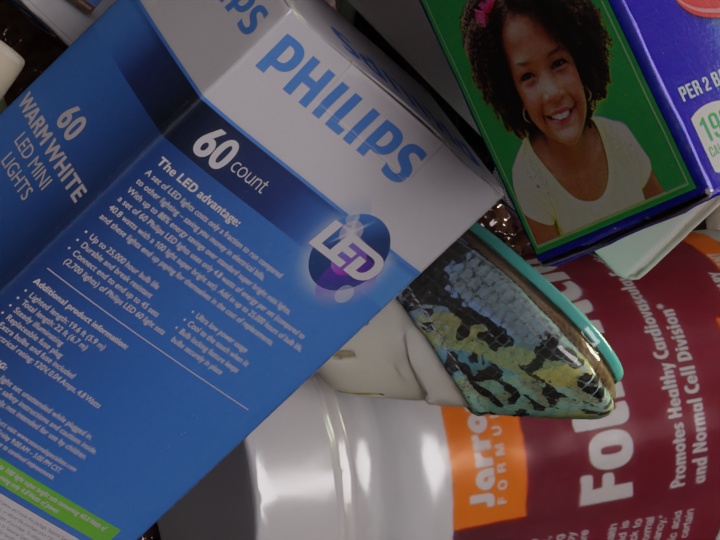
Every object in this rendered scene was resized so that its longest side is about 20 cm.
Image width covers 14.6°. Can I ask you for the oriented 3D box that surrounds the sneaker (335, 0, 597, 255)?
[{"bbox_3d":[0.098,-0.067,0.903,0.200,0.076,0.114,-8,58,-19],"label":"sneaker"}]

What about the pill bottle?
[{"bbox_3d":[0.040,0.053,0.908,0.200,0.114,0.114,-8,98,-24],"label":"pill bottle"}]

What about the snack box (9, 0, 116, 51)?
[{"bbox_3d":[-0.099,-0.125,0.813,0.072,0.024,0.200,-50,126,-6],"label":"snack box"}]

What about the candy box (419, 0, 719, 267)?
[{"bbox_3d":[0.080,-0.125,0.708,0.169,0.077,0.200,-25,89,-37],"label":"candy box"}]

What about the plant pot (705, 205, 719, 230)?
[{"bbox_3d":[0.255,-0.018,0.975,0.183,0.200,0.201,-36,108,-30],"label":"plant pot"}]

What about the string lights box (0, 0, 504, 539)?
[{"bbox_3d":[-0.070,0.009,0.768,0.200,0.059,0.103,-43,133,8],"label":"string lights box"}]

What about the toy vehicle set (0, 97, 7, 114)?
[{"bbox_3d":[-0.180,-0.081,0.811,0.124,0.027,0.200,-28,121,-20],"label":"toy vehicle set"}]

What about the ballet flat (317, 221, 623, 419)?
[{"bbox_3d":[0.000,0.000,0.834,0.074,0.200,0.074,-16,126,-24],"label":"ballet flat"}]

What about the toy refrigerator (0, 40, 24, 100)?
[{"bbox_3d":[-0.192,-0.090,0.737,0.200,0.076,0.070,38,87,-37],"label":"toy refrigerator"}]

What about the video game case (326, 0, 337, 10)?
[{"bbox_3d":[0.001,-0.086,0.933,0.200,0.018,0.143,-21,102,-22],"label":"video game case"}]

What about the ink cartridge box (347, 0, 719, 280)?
[{"bbox_3d":[0.099,-0.116,0.832,0.146,0.084,0.200,45,55,4],"label":"ink cartridge box"}]
